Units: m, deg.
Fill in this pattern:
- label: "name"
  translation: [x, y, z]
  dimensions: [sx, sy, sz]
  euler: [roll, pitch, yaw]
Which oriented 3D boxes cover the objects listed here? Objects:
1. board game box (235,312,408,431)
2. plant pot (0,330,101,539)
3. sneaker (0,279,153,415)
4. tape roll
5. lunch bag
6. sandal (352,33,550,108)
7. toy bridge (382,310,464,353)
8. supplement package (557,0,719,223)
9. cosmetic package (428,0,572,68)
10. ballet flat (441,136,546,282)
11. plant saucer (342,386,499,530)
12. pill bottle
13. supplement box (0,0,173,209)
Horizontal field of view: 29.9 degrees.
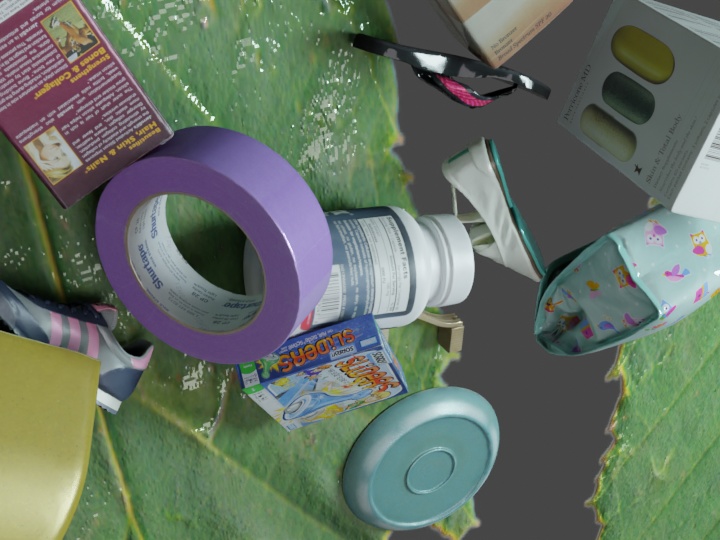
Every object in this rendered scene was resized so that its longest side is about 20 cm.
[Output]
- label: "board game box"
  translation: [-0.032, 0.102, 1.304]
  dimensions: [0.135, 0.035, 0.200]
  euler: [-19, 160, 4]
- label: "plant pot"
  translation: [-0.345, 0.178, 1.116]
  dimensions: [0.195, 0.200, 0.194]
  euler: [21, 137, -36]
- label: "sneaker"
  translation: [-0.267, 0.048, 1.214]
  dimensions: [0.082, 0.070, 0.200]
  euler: [-52, 134, -12]
- label: "tape roll"
  translation: [-0.126, -0.020, 1.155]
  dimensions: [0.066, 0.200, 0.200]
  euler: [-49, 148, -51]
- label: "lunch bag"
  translation: [0.289, 0.012, 1.428]
  dimensions: [0.170, 0.122, 0.200]
  euler: [-26, 169, -30]
- label: "sandal"
  translation: [0.082, -0.177, 1.244]
  dimensions: [0.200, 0.075, 0.045]
  euler: [8, 99, -24]
- label: "toy bridge"
  translation: [0.016, 0.067, 1.397]
  dimensions: [0.200, 0.027, 0.067]
  euler: [-9, 121, -24]
- label: "supplement package"
  translation: [0.327, -0.155, 1.310]
  dimensions: [0.150, 0.200, 0.152]
  euler: [9, 115, -32]
- label: "cosmetic package"
  translation: [0.089, -0.286, 1.168]
  dimensions: [0.103, 0.087, 0.200]
  euler: [-42, 130, 3]
- label: "ballet flat"
  translation: [0.131, -0.055, 1.363]
  dimensions: [0.069, 0.069, 0.200]
  euler: [-35, 135, -4]
- label: "plant saucer"
  translation: [0.076, 0.222, 1.532]
  dimensions: [0.200, 0.027, 0.200]
  euler: [-15, 126, -21]
- label: "pill bottle"
  translation: [0.000, 0.000, 1.285]
  dimensions: [0.200, 0.120, 0.120]
  euler: [-7, 123, -25]
- label: "supplement box"
  translation: [-0.252, -0.162, 1.062]
  dimensions: [0.110, 0.086, 0.200]
  euler: [-36, 130, -5]
